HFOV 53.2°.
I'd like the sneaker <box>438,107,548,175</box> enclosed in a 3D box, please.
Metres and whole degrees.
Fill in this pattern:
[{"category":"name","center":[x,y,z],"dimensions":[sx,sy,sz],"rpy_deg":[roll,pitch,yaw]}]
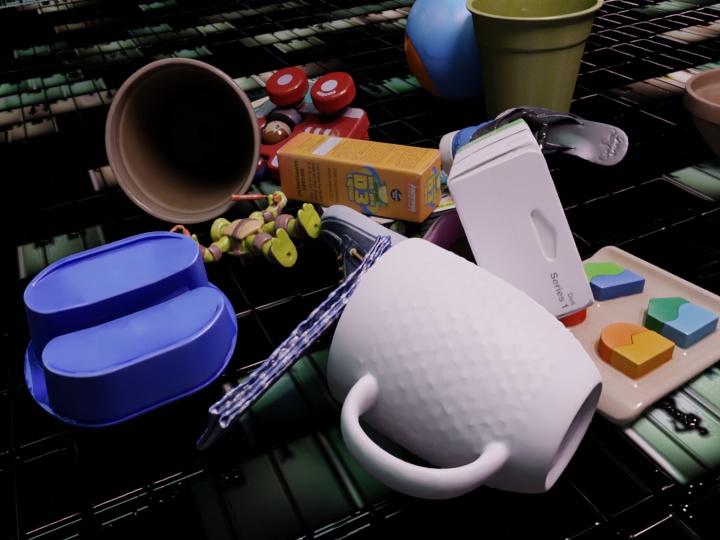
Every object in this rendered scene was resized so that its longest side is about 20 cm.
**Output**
[{"category":"sneaker","center":[0.197,-0.149,0.891],"dimensions":[0.197,0.079,0.110],"rpy_deg":[-1,-4,-45]}]

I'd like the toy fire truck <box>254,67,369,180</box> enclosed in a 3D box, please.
[{"category":"toy fire truck","center":[-0.088,-0.197,1.053],"dimensions":[0.196,0.113,0.170],"rpy_deg":[13,55,28]}]

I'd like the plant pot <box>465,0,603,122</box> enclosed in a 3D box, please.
[{"category":"plant pot","center":[0.255,-0.307,1.086],"dimensions":[0.194,0.194,0.202],"rpy_deg":[-3,32,2]}]

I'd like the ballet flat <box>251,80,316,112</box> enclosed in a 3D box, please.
[{"category":"ballet flat","center":[-0.143,-0.269,1.204],"dimensions":[0.197,0.071,0.069],"rpy_deg":[-27,38,-30]}]

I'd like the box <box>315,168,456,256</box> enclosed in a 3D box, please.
[{"category":"box","center":[0.049,-0.076,0.897],"dimensions":[0.195,0.036,0.111],"rpy_deg":[-13,33,-13]}]

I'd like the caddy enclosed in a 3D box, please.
[{"category":"caddy","center":[-0.210,0.057,0.662],"dimensions":[0.196,0.106,0.143],"rpy_deg":[-19,59,-22]}]

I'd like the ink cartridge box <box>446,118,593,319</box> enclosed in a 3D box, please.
[{"category":"ink cartridge box","center":[0.146,-0.050,0.672],"dimensions":[0.083,0.149,0.200],"rpy_deg":[-21,11,16]}]

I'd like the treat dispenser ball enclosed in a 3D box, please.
[{"category":"treat dispenser ball","center":[0.172,-0.394,1.224],"dimensions":[0.195,0.205,0.203],"rpy_deg":[-3,32,2]}]

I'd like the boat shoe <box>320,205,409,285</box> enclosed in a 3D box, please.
[{"category":"boat shoe","center":[0.000,0.000,0.733],"dimensions":[0.092,0.071,0.199],"rpy_deg":[-53,39,-8]}]

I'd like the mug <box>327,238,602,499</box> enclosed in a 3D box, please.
[{"category":"mug","center":[0.069,0.089,0.527],"dimensions":[0.173,0.151,0.199],"rpy_deg":[28,38,28]}]

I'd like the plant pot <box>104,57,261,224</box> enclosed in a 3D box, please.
[{"category":"plant pot","center":[-0.224,-0.182,0.977],"dimensions":[0.194,0.206,0.174],"rpy_deg":[-5,16,0]}]

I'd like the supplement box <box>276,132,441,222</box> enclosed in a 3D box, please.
[{"category":"supplement box","center":[-0.002,-0.115,0.868],"dimensions":[0.195,0.068,0.069],"rpy_deg":[10,34,24]}]

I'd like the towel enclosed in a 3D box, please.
[{"category":"towel","center":[-0.054,0.060,0.580],"dimensions":[0.024,0.145,0.200],"rpy_deg":[44,64,3]}]

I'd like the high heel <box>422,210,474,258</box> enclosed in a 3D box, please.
[{"category":"high heel","center":[0.131,-0.026,0.793],"dimensions":[0.095,0.068,0.200],"rpy_deg":[37,60,17]}]

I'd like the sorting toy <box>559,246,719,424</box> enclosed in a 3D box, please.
[{"category":"sorting toy","center":[0.241,0.044,0.682],"dimensions":[0.197,0.037,0.184],"rpy_deg":[-24,37,-27]}]

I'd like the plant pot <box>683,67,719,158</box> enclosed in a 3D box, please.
[{"category":"plant pot","center":[0.539,-0.203,0.977],"dimensions":[0.195,0.095,0.203],"rpy_deg":[-3,33,2]}]

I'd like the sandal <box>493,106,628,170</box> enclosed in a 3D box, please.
[{"category":"sandal","center":[0.273,-0.192,1.005],"dimensions":[0.195,0.078,0.043],"rpy_deg":[11,-8,22]}]

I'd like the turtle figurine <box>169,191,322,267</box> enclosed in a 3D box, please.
[{"category":"turtle figurine","center":[-0.131,-0.036,0.827],"dimensions":[0.158,0.066,0.199],"rpy_deg":[6,28,40]}]
